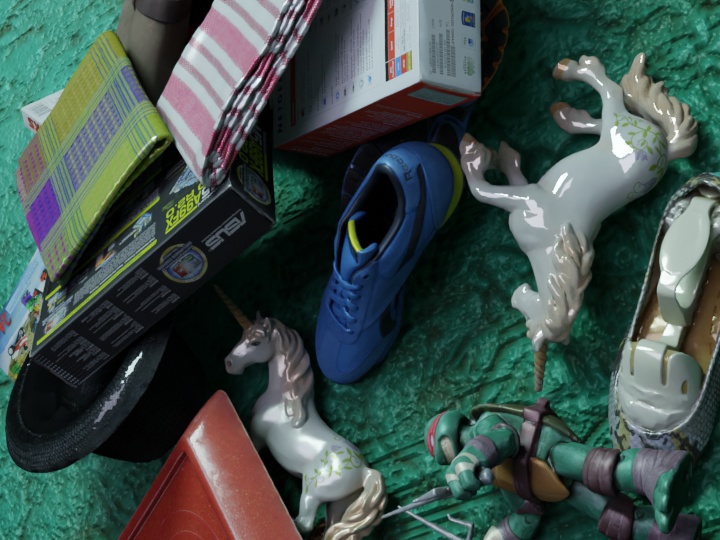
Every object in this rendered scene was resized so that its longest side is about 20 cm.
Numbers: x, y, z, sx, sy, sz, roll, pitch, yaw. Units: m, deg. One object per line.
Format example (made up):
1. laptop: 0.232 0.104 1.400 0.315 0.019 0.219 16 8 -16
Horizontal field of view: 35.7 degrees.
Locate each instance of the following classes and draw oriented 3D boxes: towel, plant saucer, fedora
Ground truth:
1. towel: -0.204 -0.090 0.834 0.144 0.023 0.200 -52 37 12
2. towel: -0.076 -0.165 0.732 0.201 0.030 0.146 -60 30 11
3. plant saucer: -0.110 0.224 0.794 0.201 0.036 0.200 57 131 29
4. fedora: -0.181 0.085 0.849 0.200 0.091 0.202 -33 34 26

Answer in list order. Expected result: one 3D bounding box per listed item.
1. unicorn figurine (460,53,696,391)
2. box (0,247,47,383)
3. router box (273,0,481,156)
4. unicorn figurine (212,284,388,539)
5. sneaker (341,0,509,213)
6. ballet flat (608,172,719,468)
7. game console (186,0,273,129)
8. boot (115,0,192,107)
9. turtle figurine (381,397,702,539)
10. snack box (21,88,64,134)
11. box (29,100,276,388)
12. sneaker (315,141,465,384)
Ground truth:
1. unicorn figurine: 0.131 -0.046 0.715 0.200 0.074 0.138 -46 59 13
2. box: -0.237 0.022 0.973 0.136 0.038 0.201 37 99 35
3. router box: 0.005 -0.194 0.740 0.179 0.048 0.203 -12 76 56
4. unicorn figurine: -0.054 0.126 0.813 0.199 0.074 0.138 36 98 18
5. sneaker: 0.048 -0.112 0.805 0.075 0.079 0.201 27 110 -6
6. ballet flat: 0.187 0.034 0.670 0.072 0.072 0.202 16 87 35
7. game console: -0.093 -0.200 0.913 0.199 0.031 0.179 7 87 52
8. boot: -0.169 -0.177 0.907 0.201 0.070 0.147 -103 31 -43
9. turtle figurine: 0.098 0.126 0.669 0.198 0.150 0.102 8 66 32
10. snack box: -0.213 -0.110 0.974 0.199 0.072 0.025 34 141 35
11. box: -0.146 -0.033 0.796 0.199 0.044 0.161 -38 33 20
12. sneaker: 0.000 0.000 0.769 0.066 0.078 0.201 40 123 25
